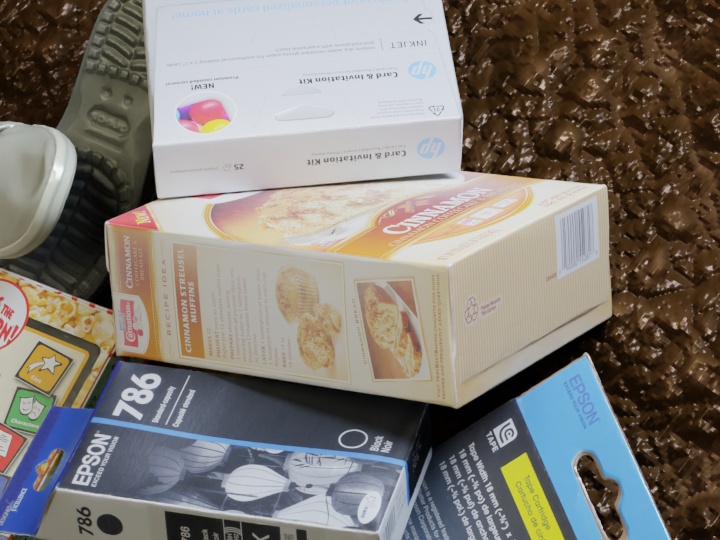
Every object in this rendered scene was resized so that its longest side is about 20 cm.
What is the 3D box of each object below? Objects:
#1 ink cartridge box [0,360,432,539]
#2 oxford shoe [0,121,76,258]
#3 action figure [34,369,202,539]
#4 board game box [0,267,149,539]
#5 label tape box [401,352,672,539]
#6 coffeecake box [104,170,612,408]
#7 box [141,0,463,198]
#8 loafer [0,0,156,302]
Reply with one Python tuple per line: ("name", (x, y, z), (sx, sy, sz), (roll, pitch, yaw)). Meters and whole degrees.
("ink cartridge box", (-0.073, 0.093, 1.409), (0.199, 0.039, 0.100), (5, 38, 14))
("oxford shoe", (-0.210, -0.052, 1.599), (0.200, 0.058, 0.075), (15, 82, 59))
("action figure", (-0.132, 0.146, 1.532), (0.055, 0.118, 0.200), (36, 99, 24))
("board game box", (-0.222, 0.093, 1.572), (0.151, 0.046, 0.201), (21, 71, 22))
("label tape box", (0.063, 0.156, 1.423), (0.200, 0.063, 0.145), (-32, 56, 15))
("coffeecake box", (0.000, 0.000, 1.464), (0.199, 0.153, 0.073), (7, 109, 32))
("box", (-0.035, -0.125, 1.536), (0.155, 0.041, 0.200), (-5, 44, -4))
("loafer", (-0.134, -0.060, 1.633), (0.075, 0.070, 0.201), (30, 100, 16))
